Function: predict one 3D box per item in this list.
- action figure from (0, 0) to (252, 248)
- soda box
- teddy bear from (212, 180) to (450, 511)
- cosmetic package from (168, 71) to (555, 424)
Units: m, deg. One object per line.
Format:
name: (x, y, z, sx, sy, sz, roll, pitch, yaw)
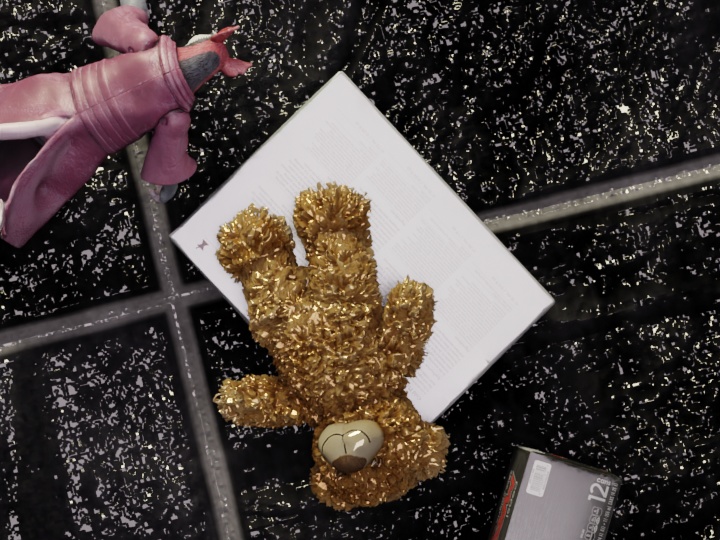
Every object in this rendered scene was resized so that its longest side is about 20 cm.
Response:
action figure: (-0.163, -0.104, 1.434, 0.199, 0.149, 0.135, -27, 84, 9)
soda box: (0.102, 0.215, 1.472, 0.063, 0.071, 0.202, 17, 87, -5)
teddy bear: (-0.019, 0.047, 1.423, 0.144, 0.067, 0.202, -2, 89, -1)
cosmetic package: (0.000, 0.000, 1.483, 0.151, 0.052, 0.200, -43, 92, -6)
